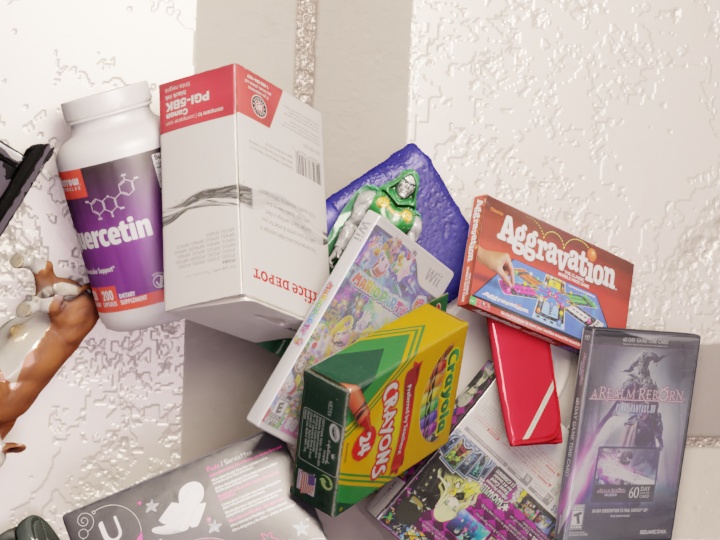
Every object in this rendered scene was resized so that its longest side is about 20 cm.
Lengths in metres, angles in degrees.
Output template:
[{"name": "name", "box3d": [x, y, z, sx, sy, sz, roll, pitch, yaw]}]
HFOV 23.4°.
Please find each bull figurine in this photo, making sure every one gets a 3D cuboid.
[{"name": "bull figurine", "box3d": [-0.300, 0.081, 1.483, 0.065, 0.121, 0.200, 28, 76, 27]}]

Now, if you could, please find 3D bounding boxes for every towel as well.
[{"name": "towel", "box3d": [0.003, -0.006, 1.577, 0.200, 0.050, 0.148, -33, 105, -8]}]

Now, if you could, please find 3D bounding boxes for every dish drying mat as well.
[{"name": "dish drying mat", "box3d": [0.145, 0.058, 1.576, 0.077, 0.018, 0.201, 2, 77, -43]}]

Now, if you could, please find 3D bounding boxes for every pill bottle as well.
[{"name": "pill bottle", "box3d": [-0.193, -0.055, 1.488, 0.112, 0.112, 0.201, -17, 98, -12]}]

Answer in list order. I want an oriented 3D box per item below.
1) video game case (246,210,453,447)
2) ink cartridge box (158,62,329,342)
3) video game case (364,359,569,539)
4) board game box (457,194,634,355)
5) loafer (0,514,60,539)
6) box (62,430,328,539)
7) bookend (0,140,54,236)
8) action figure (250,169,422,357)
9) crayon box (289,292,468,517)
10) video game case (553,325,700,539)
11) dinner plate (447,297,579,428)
[{"name": "video game case", "box3d": [-0.005, 0.062, 1.476, 0.200, 0.018, 0.143, -60, 144, -4]}, {"name": "ink cartridge box", "box3d": [-0.096, -0.051, 1.457, 0.083, 0.147, 0.201, -12, 71, 27]}, {"name": "video game case", "box3d": [0.131, 0.213, 1.613, 0.200, 0.036, 0.181, 42, 84, -25]}, {"name": "board game box", "box3d": [0.172, 0.012, 1.582, 0.200, 0.019, 0.103, 22, 69, -36]}, {"name": "loafer", "box3d": [-0.261, 0.313, 1.532, 0.063, 0.072, 0.200, -29, 94, 10]}, {"name": "box", "box3d": [-0.142, 0.233, 1.503, 0.199, 0.132, 0.115, -21, 74, -11]}, {"name": "bookend", "box3d": [-0.392, -0.070, 1.447, 0.198, 0.092, 0.200, 33, 85, -14]}, {"name": "action figure", "box3d": [0.000, 0.000, 1.527, 0.118, 0.055, 0.201, 27, 87, -14]}, {"name": "crayon box", "box3d": [0.027, 0.110, 1.479, 0.200, 0.051, 0.127, -28, 134, -47]}, {"name": "video game case", "box3d": [0.250, 0.155, 1.624, 0.142, 0.019, 0.201, 5, 96, -36]}, {"name": "dinner plate", "box3d": [0.132, 0.082, 1.627, 0.199, 0.024, 0.201, -1, 96, -15]}]
